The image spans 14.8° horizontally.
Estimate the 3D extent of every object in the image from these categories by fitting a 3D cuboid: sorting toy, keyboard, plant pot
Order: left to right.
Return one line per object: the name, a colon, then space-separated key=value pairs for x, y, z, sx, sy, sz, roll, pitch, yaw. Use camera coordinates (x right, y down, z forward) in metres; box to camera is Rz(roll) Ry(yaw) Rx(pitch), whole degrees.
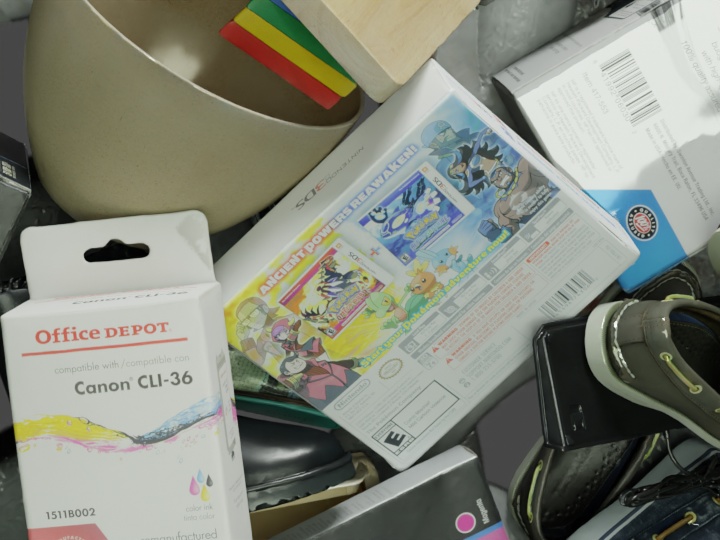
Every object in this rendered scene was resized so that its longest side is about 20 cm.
plant pot: x=-0.117 y=-0.092 z=1.608 sx=0.200 sy=0.200 sz=0.134 roll=28 pitch=114 yaw=-12
sorting toy: x=-0.042 y=-0.183 z=1.582 sx=0.070 sy=0.200 sz=0.199 roll=-41 pitch=94 yaw=24
keyboard: x=0.178 y=0.085 z=1.680 sx=0.200 sy=0.021 sz=0.127 roll=-7 pitch=84 yaw=-45

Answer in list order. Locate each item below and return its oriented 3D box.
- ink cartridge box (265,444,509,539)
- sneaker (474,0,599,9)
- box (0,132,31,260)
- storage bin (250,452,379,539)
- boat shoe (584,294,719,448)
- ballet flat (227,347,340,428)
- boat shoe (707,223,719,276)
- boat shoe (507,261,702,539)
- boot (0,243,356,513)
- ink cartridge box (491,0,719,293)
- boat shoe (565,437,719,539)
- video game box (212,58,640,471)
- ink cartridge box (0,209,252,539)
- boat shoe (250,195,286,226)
ink cartridge box: x=-0.005 y=0.189 z=1.652 sx=0.200 sy=0.037 sz=0.095 roll=-25 pitch=107 yaw=-11
sneaker: x=0.151 y=-0.202 z=1.679 sx=0.200 sy=0.075 sz=0.082 roll=-5 pitch=109 yaw=4
box: x=-0.270 y=0.010 z=1.610 sx=0.086 sy=0.164 sz=0.200 roll=24 pitch=98 yaw=-12
storage bin: x=-0.072 y=0.229 z=1.717 sx=0.198 sy=0.094 sz=0.200 roll=-11 pitch=102 yaw=-5
boat shoe: x=0.222 y=0.063 z=1.671 sx=0.202 sy=0.060 sz=0.072 roll=21 pitch=66 yaw=-40
ballet flat: x=-0.101 y=0.051 z=1.699 sx=0.200 sy=0.074 sz=0.074 roll=9 pitch=100 yaw=-11
boat shoe: x=0.271 y=0.009 z=1.694 sx=0.063 sy=0.071 sz=0.200 roll=-50 pitch=141 yaw=-6
boat shoe: x=0.161 y=0.086 z=1.736 sx=0.072 sy=0.061 sz=0.201 roll=26 pitch=97 yaw=-12
boot: x=-0.114 y=0.065 z=1.616 sx=0.200 sy=0.076 sz=0.168 roll=-11 pitch=90 yaw=1
ink cartridge box: x=0.204 y=-0.103 z=1.691 sx=0.200 sy=0.086 sz=0.146 roll=-31 pitch=104 yaw=-1
boat shoe: x=0.182 y=0.188 z=1.704 sx=0.091 sy=0.071 sz=0.200 roll=35 pitch=60 yaw=26
video game box: x=0.032 y=0.001 z=1.611 sx=0.200 sy=0.047 sz=0.182 roll=-43 pitch=128 yaw=12
ink cartridge box: x=-0.132 y=0.073 z=1.541 sx=0.116 sy=0.067 sz=0.200 roll=-6 pitch=97 yaw=8
boat shoe: x=-0.002 y=0.002 z=1.693 sx=0.074 sy=0.068 sz=0.199 roll=-34 pitch=104 yaw=0
